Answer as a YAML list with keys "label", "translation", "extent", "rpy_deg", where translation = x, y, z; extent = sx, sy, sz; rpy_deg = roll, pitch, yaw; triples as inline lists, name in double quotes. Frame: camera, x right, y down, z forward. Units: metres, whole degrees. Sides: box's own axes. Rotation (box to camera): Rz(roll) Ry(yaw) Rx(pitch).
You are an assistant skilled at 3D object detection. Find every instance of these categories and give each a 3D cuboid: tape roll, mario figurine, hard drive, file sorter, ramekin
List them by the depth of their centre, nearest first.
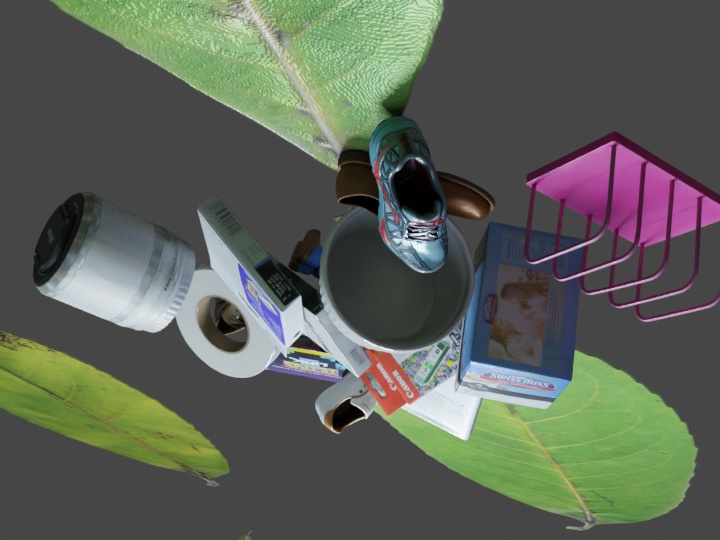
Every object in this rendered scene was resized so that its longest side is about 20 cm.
- label: "file sorter"
  translation: [0.301, -0.038, 1.055]
  extent: [0.199, 0.126, 0.139]
  rpy_deg: [24, 154, -26]
- label: "ramekin"
  translation: [0.039, 0.011, 1.208]
  extent: [0.199, 0.201, 0.105]
  rpy_deg: [16, 165, -9]
- label: "mario figurine"
  translation: [0.000, 0.000, 1.373]
  extent: [0.199, 0.106, 0.123]
  rpy_deg: [29, -171, -13]
- label: "hard drive"
  translation: [0.129, 0.150, 1.412]
  extent: [0.131, 0.025, 0.201]
  rpy_deg: [25, 126, 19]
- label: "tape roll"
  translation: [-0.214, 0.081, 1.522]
  extent: [0.202, 0.037, 0.204]
  rpy_deg: [15, 121, 25]

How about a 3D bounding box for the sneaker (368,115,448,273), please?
- label: "sneaker"
  translation: [0.058, -0.067, 1.048]
  extent: [0.079, 0.096, 0.201]
  rpy_deg: [-21, 126, -1]

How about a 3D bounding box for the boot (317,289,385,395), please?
- label: "boot"
  translation: [0.003, 0.116, 1.513]
  extent: [0.199, 0.073, 0.151]
  rpy_deg: [13, 114, -19]

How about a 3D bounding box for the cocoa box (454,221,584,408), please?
- label: "cocoa box"
  translation: [0.207, 0.060, 1.221]
  extent: [0.132, 0.201, 0.131]
  rpy_deg: [11, 156, 0]

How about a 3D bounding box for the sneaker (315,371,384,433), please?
- label: "sneaker"
  translation: [0.023, 0.182, 1.462]
  extent: [0.073, 0.200, 0.085]
  rpy_deg: [45, -175, -30]

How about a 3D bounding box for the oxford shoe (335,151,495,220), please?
- label: "oxford shoe"
  translation: [0.064, -0.083, 1.134]
  extent: [0.199, 0.072, 0.071]
  rpy_deg: [11, 155, -4]

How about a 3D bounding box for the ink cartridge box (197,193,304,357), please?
- label: "ink cartridge box"
  translation: [-0.155, 0.012, 1.342]
  extent: [0.198, 0.043, 0.200]
  rpy_deg: [49, 162, 16]

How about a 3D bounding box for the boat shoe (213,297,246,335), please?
- label: "boat shoe"
  translation: [-0.196, 0.065, 1.576]
  extent: [0.075, 0.072, 0.200]
  rpy_deg: [20, 155, -19]

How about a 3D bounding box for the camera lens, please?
- label: "camera lens"
  translation: [-0.366, -0.011, 1.376]
  extent: [0.199, 0.161, 0.160]
  rpy_deg: [28, 152, -32]

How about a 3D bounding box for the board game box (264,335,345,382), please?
- label: "board game box"
  translation: [-0.094, 0.151, 1.744]
  extent: [0.199, 0.057, 0.166]
  rpy_deg: [9, 155, 6]

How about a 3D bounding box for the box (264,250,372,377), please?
- label: "box"
  translation: [-0.075, 0.062, 1.387]
  extent: [0.200, 0.036, 0.145]
  rpy_deg: [32, 160, 48]

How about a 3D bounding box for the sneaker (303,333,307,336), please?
- label: "sneaker"
  translation: [-0.029, 0.092, 1.563]
  extent: [0.199, 0.072, 0.083]
  rpy_deg: [11, 156, 2]

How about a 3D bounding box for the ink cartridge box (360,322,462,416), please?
- label: "ink cartridge box"
  translation: [0.072, 0.130, 1.362]
  extent: [0.200, 0.109, 0.050]
  rpy_deg: [-39, 174, 27]
